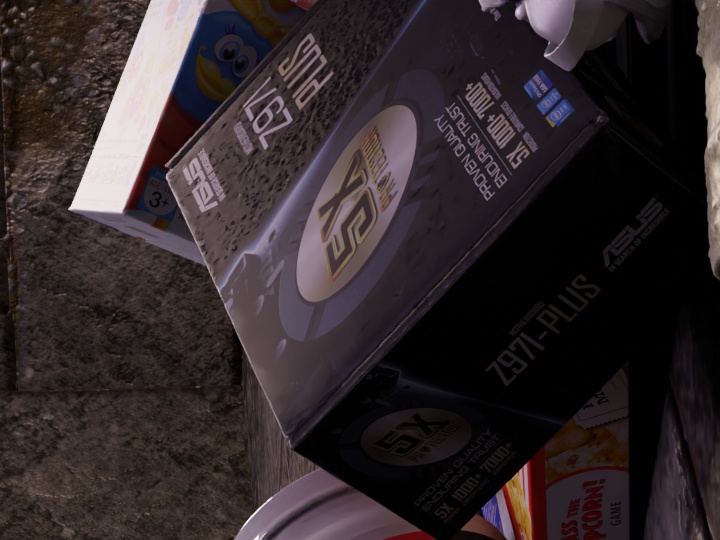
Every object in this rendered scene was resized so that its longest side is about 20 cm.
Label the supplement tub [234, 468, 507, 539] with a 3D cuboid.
[{"bbox_3d":[0.027,0.194,1.157,0.200,0.140,0.141,-119,24,-43],"label":"supplement tub"}]

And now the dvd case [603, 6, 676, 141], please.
[{"bbox_3d":[0.104,-0.139,1.094,0.150,0.025,0.200,175,94,-85],"label":"dvd case"}]

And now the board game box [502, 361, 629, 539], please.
[{"bbox_3d":[0.079,0.023,1.126,0.152,0.046,0.200,-104,6,-50],"label":"board game box"}]

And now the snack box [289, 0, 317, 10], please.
[{"bbox_3d":[0.020,-0.205,1.079,0.200,0.024,0.072,-64,3,-12],"label":"snack box"}]

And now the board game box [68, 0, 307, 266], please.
[{"bbox_3d":[-0.037,-0.100,1.156,0.200,0.103,0.105,-69,19,-4],"label":"board game box"}]

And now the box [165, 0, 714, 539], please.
[{"bbox_3d":[0.028,-0.027,0.991,0.164,0.086,0.200,-46,35,14],"label":"box"}]

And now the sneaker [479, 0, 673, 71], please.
[{"bbox_3d":[0.081,-0.151,0.928,0.200,0.075,0.115,-84,5,-64],"label":"sneaker"}]

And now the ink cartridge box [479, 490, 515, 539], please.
[{"bbox_3d":[0.082,0.109,1.308,0.200,0.037,0.095,-105,15,-57],"label":"ink cartridge box"}]

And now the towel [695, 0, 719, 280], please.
[{"bbox_3d":[0.133,-0.087,0.772,0.200,0.036,0.149,105,164,-69],"label":"towel"}]
